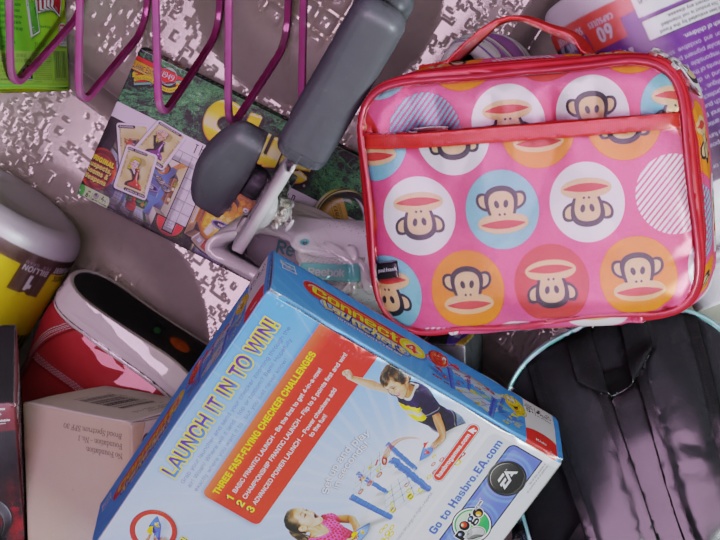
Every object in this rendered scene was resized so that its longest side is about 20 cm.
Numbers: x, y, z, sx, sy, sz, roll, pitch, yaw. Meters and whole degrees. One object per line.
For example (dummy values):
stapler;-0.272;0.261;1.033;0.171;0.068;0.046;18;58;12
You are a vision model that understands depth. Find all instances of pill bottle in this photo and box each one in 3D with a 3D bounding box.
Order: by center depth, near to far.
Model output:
pill bottle;0.196;-0.083;1.632;0.111;0.111;0.201;-24;87;14
pill bottle;-0.270;0.035;1.758;0.109;0.109;0.201;35;101;9

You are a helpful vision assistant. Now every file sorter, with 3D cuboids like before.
file sorter;-0.105;-0.170;1.678;0.199;0.139;0.126;10;122;12

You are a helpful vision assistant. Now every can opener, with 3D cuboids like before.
can opener;-0.036;-0.089;1.595;0.066;0.053;0.200;31;125;-9

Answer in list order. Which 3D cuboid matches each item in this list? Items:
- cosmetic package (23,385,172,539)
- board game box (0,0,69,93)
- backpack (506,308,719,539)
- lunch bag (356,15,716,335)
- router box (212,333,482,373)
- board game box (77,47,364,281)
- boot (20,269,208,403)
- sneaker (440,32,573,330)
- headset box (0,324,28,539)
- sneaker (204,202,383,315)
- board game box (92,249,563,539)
cosmetic package;-0.144;0.178;1.678;0.103;0.073;0.201;6;100;43
board game box;-0.236;-0.160;1.690;0.047;0.200;0.102;-2;93;14
backpack;0.175;0.123;1.629;0.175;0.153;0.201;-20;88;14
lunch bag;0.100;-0.057;1.563;0.199;0.082;0.177;-4;94;15
router box;-0.006;0.133;1.660;0.156;0.052;0.201;1;101;14
board game box;-0.072;-0.052;1.749;0.199;0.023;0.105;26;97;11
boot;-0.137;0.112;1.757;0.200;0.072;0.145;35;112;6
sneaker;0.098;-0.048;1.659;0.072;0.114;0.201;-28;88;12
headset box;-0.279;0.118;1.687;0.148;0.077;0.201;-2;131;-5
sneaker;0.000;0.000;1.656;0.199;0.088;0.076;6;96;27
board game box;-0.020;0.122;1.570;0.195;0.056;0.200;31;111;-12
